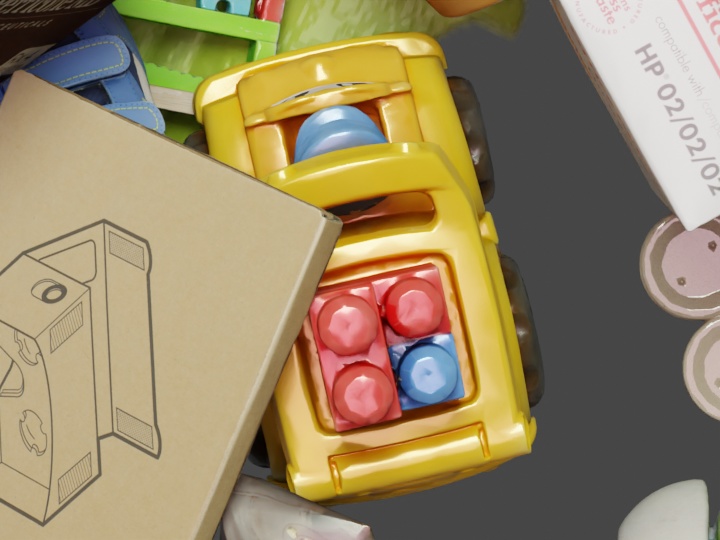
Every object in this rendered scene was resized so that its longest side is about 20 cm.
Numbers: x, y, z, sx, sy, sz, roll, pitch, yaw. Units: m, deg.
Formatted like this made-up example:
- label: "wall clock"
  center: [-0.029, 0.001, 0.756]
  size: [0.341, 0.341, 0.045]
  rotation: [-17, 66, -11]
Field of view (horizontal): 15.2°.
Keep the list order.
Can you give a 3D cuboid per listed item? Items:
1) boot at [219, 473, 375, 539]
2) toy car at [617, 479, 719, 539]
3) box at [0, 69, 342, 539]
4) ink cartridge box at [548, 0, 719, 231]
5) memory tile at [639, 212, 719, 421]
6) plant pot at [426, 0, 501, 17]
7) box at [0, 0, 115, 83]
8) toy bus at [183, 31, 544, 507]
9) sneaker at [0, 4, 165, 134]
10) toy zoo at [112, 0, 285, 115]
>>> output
- label: "boot"
  center: [0.000, 0.172, 1.111]
  size: [0.186, 0.200, 0.064]
  rotation: [41, 66, 4]
- label: "toy car"
  center: [0.190, 0.179, 1.115]
  size: [0.175, 0.150, 0.200]
  rotation: [3, 98, 5]
- label: "box"
  center: [-0.110, 0.041, 1.058]
  size: [0.163, 0.021, 0.200]
  rotation: [26, 96, 29]
- label: "ink cartridge box"
  center: [0.129, -0.086, 1.095]
  size: [0.068, 0.200, 0.115]
  rotation: [-30, 95, 4]
- label: "memory tile"
  center: [0.235, 0.015, 1.184]
  size: [0.200, 0.017, 0.153]
  rotation: [-23, 88, 4]
- label: "plant pot"
  center: [0.036, -0.211, 1.085]
  size: [0.200, 0.200, 0.183]
  rotation: [-33, 104, 4]
- label: "box"
  center: [-0.217, -0.130, 1.040]
  size: [0.200, 0.166, 0.164]
  rotation: [-32, 88, 16]
- label: "toy bus"
  center: [0.000, 0.000, 1.111]
  size: [0.136, 0.192, 0.200]
  rotation: [-12, 90, 0]
- label: "sneaker"
  center: [-0.114, -0.055, 1.133]
  size: [0.074, 0.082, 0.200]
  rotation: [-24, 89, -9]
- label: "toy zoo"
  center: [-0.089, -0.173, 1.188]
  size: [0.131, 0.020, 0.200]
  rotation: [10, 92, -16]
